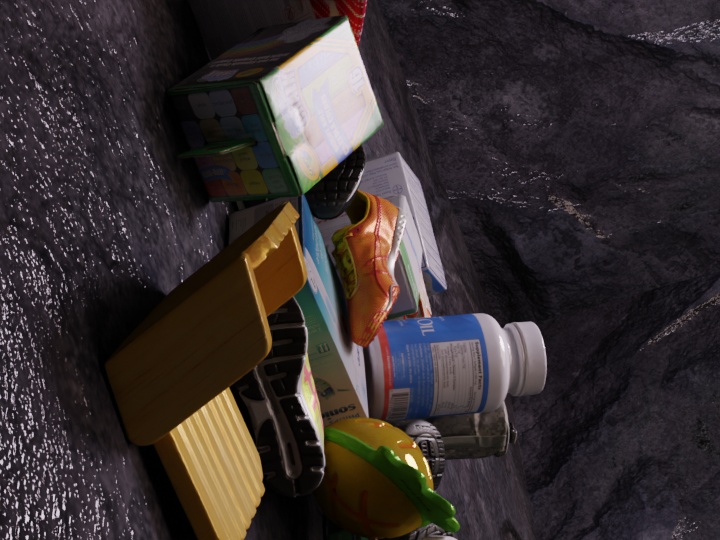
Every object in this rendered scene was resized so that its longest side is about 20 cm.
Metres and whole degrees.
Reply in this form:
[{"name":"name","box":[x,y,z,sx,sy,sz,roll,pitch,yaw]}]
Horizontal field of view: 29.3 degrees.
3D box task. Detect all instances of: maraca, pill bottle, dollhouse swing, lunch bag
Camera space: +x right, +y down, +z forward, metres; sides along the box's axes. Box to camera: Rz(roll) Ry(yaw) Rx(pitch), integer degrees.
[{"name":"maraca","box":[0.019,0.200,1.313,0.137,0.107,0.200,45,-20,-21]},{"name":"pill bottle","box":[0.100,0.106,1.538,0.112,0.198,0.113,176,-90,-77]},{"name":"dollhouse swing","box":[-0.079,0.081,1.045,0.176,0.181,0.200,52,12,-6]},{"name":"lunch bag","box":[0.074,0.156,1.645,0.168,0.198,0.140,-103,-166,-57]}]

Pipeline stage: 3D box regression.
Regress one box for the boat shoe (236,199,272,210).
[{"name":"boat shoe","box":[-0.092,-0.063,1.472,0.072,0.067,0.201,-85,159,-69]}]

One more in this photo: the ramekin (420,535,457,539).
[{"name":"ramekin","box":[0.037,0.350,1.285,0.200,0.104,0.202,-5,90,-66]}]

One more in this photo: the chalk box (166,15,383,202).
[{"name":"chalk box","box":[-0.091,-0.145,1.331,0.200,0.124,0.125,-44,123,-41]}]

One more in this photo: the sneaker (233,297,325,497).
[{"name":"sneaker","box":[-0.077,0.108,1.282,0.090,0.078,0.202,51,30,-84]}]

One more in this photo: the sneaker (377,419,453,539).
[{"name":"sneaker","box":[0.043,0.250,1.442,0.076,0.090,0.202,-4,97,-41]}]

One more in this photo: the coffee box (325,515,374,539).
[{"name":"coffee box","box":[0.015,0.358,1.456,0.123,0.044,0.201,-94,165,-52]}]

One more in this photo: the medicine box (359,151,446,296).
[{"name":"medicine box","box":[0.056,-0.063,2.214,0.182,0.102,0.202,41,34,-73]}]

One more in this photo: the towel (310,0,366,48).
[{"name":"towel","box":[-0.051,-0.262,1.441,0.145,0.022,0.201,49,-33,27]}]

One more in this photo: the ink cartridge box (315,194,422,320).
[{"name":"ink cartridge box","box":[-0.007,-0.006,1.625,0.200,0.144,0.088,-83,155,-68]}]

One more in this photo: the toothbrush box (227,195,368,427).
[{"name":"toothbrush box","box":[-0.063,0.046,1.402,0.147,0.085,0.201,-95,166,-55]}]

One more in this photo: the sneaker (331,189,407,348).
[{"name":"sneaker","box":[0.000,0.000,1.443,0.073,0.077,0.201,-55,-159,39]}]

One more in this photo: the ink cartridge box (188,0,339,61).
[{"name":"ink cartridge box","box":[-0.082,-0.251,1.451,0.050,0.199,0.162,-26,97,-48]}]

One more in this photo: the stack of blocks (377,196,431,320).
[{"name":"stack of blocks","box":[0.023,0.004,1.876,0.059,0.114,0.201,57,18,-59]}]

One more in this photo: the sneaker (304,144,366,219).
[{"name":"sneaker","box":[-0.028,-0.109,1.501,0.201,0.075,0.088,-91,176,-48]}]
